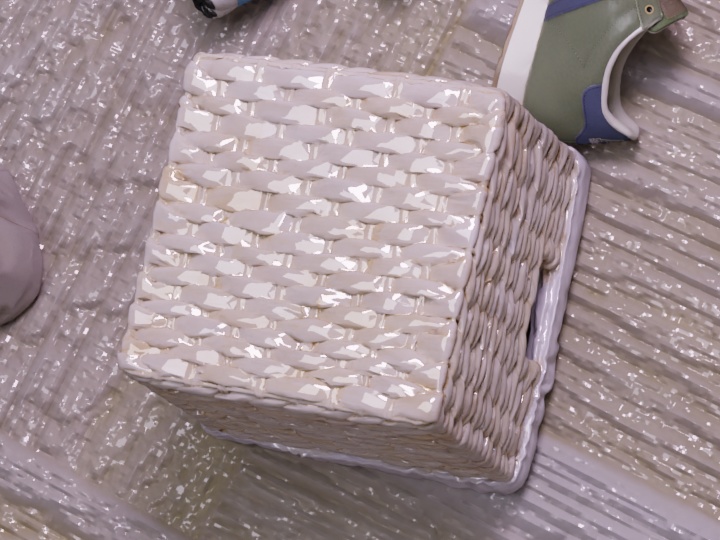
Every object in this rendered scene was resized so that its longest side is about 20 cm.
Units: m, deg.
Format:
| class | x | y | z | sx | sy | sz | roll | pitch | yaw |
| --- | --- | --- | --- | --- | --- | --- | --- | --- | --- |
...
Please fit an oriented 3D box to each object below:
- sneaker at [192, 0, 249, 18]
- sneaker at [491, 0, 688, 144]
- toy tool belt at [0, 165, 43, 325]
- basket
| class | x | y | z | sx | sy | sz | roll | pitch | yaw |
| --- | --- | --- | --- | --- | --- | --- | --- | --- | --- |
| sneaker | -0.087 | -0.247 | 1.642 | 0.090 | 0.078 | 0.200 | -20 | 74 | -5 |
| sneaker | 0.141 | -0.163 | 1.518 | 0.090 | 0.067 | 0.201 | 20 | 105 | 15 |
| toy tool belt | -0.291 | 0.005 | 1.619 | 0.200 | 0.123 | 0.125 | -35 | 68 | 10 |
| basket | 0.000 | 0.000 | 1.496 | 0.200 | 0.161 | 0.199 | 9 | 80 | 20 |
